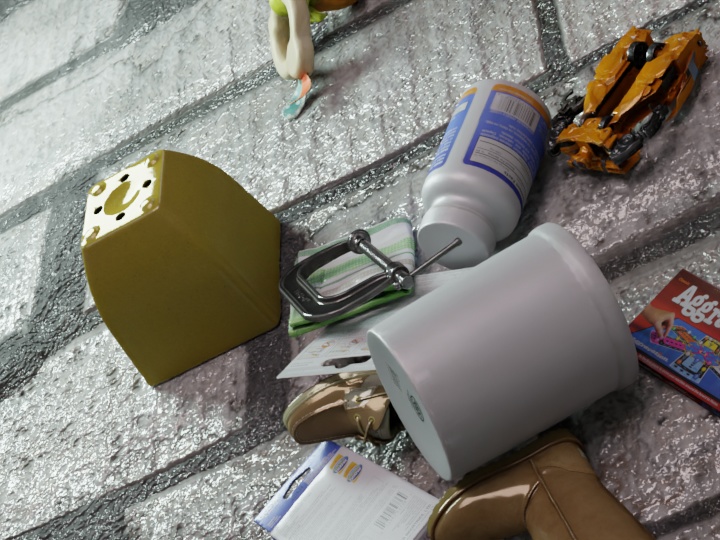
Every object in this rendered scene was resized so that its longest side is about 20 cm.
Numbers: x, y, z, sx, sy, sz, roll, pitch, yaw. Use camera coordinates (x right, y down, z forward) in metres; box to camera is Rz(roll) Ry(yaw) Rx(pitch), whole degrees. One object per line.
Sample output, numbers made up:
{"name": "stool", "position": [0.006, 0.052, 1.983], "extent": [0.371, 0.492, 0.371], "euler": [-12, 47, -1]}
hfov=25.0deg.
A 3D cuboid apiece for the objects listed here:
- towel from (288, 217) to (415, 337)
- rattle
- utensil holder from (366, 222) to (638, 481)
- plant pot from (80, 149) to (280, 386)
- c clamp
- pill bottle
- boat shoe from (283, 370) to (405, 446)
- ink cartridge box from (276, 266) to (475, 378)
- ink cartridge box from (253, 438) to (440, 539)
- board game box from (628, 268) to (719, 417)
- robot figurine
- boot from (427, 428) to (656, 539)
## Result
{"name": "towel", "position": [-0.011, 0.001, 1.789], "extent": [0.148, 0.031, 0.200], "euler": [-22, 19, 9]}
{"name": "rattle", "position": [-0.052, -0.297, 2.216], "extent": [0.131, 0.142, 0.201], "euler": [-56, 41, 36]}
{"name": "utensil holder", "position": [0.128, 0.078, 1.491], "extent": [0.199, 0.171, 0.170], "euler": [-29, 34, -11]}
{"name": "plant pot", "position": [-0.228, -0.023, 1.935], "extent": [0.193, 0.200, 0.197], "euler": [-26, 38, 19]}
{"name": "c clamp", "position": [0.000, 0.000, 1.726], "extent": [0.170, 0.027, 0.200], "euler": [-34, 24, -13]}
{"name": "pill bottle", "position": [0.131, -0.101, 1.768], "extent": [0.111, 0.112, 0.201], "euler": [-5, 49, 39]}
{"name": "boat shoe", "position": [0.019, 0.138, 1.625], "extent": [0.198, 0.074, 0.067], "euler": [-20, 51, 6]}
{"name": "ink cartridge box", "position": [0.030, 0.069, 1.676], "extent": [0.161, 0.057, 0.200], "euler": [-8, 29, 37]}
{"name": "ink cartridge box", "position": [-0.007, 0.246, 1.584], "extent": [0.120, 0.042, 0.199], "euler": [-49, 39, -15]}
{"name": "board game box", "position": [0.327, 0.073, 1.483], "extent": [0.103, 0.019, 0.200], "euler": [-44, 36, -8]}
{"name": "robot figurine", "position": [0.289, -0.180, 1.755], "extent": [0.144, 0.058, 0.201], "euler": [13, 60, 49]}
{"name": "boot", "position": [0.160, 0.243, 1.414], "extent": [0.175, 0.066, 0.200], "euler": [-37, 37, 5]}
